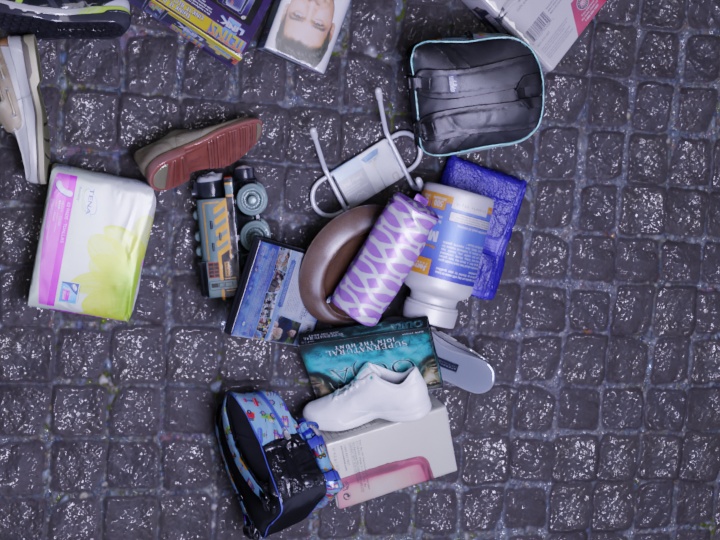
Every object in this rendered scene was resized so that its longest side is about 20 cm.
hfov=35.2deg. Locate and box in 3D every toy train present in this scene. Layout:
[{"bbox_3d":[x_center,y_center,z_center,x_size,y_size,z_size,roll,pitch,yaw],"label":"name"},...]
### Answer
[{"bbox_3d":[-0.187,-0.049,1.659,0.112,0.085,0.204,-6,100,-6],"label":"toy train"}]

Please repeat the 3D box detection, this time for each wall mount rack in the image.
[{"bbox_3d":[0.006,-0.167,1.697,0.198,0.074,0.176,-32,108,-11],"label":"wall mount rack"}]

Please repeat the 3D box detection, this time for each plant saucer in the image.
[{"bbox_3d":[0.000,0.000,1.700,0.197,0.032,0.203,-18,126,-25],"label":"plant saucer"}]

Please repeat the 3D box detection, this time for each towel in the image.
[{"bbox_3d":[0.176,-0.064,1.778,0.145,0.049,0.204,15,94,-19],"label":"towel"}]

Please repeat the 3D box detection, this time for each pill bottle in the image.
[{"bbox_3d":[0.124,-0.022,1.697,0.110,0.112,0.204,13,93,-18],"label":"pill bottle"}]

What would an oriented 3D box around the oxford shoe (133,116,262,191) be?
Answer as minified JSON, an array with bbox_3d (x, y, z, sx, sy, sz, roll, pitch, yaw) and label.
[{"bbox_3d":[-0.232,-0.186,1.628,0.198,0.074,0.072,-25,143,-30],"label":"oxford shoe"}]

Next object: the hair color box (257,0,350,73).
[{"bbox_3d":[-0.068,-0.399,1.649,0.098,0.061,0.203,20,93,-18],"label":"hair color box"}]

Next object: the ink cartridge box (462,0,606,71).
[{"bbox_3d":[0.252,-0.425,1.728,0.199,0.084,0.145,41,86,-19],"label":"ink cartridge box"}]

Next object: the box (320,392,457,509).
[{"bbox_3d":[0.031,0.268,1.744,0.196,0.128,0.111,-15,104,-14],"label":"box"}]

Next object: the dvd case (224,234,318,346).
[{"bbox_3d":[-0.113,0.034,1.659,0.199,0.017,0.145,15,93,-57],"label":"dvd case"}]

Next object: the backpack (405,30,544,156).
[{"bbox_3d":[0.172,-0.266,1.687,0.196,0.153,0.179,-7,100,6],"label":"backpack"}]

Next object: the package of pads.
[{"bbox_3d":[-0.377,-0.038,1.606,0.152,0.068,0.204,10,96,-17],"label":"package of pads"}]

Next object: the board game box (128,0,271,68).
[{"bbox_3d":[-0.220,-0.409,1.584,0.198,0.057,0.167,32,73,-18],"label":"board game box"}]

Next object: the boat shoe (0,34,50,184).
[{"bbox_3d":[-0.467,-0.218,1.556,0.067,0.075,0.204,-6,93,-9],"label":"boat shoe"}]

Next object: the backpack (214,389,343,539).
[{"bbox_3d":[-0.132,0.268,1.668,0.133,0.183,0.202,-18,69,-25],"label":"backpack"}]

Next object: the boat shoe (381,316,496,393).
[{"bbox_3d":[0.123,0.127,1.781,0.199,0.086,0.076,22,98,11],"label":"boat shoe"}]

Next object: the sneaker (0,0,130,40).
[{"bbox_3d":[-0.410,-0.368,1.561,0.196,0.072,0.084,0,74,-18],"label":"sneaker"}]

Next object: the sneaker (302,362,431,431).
[{"bbox_3d":[0.003,0.180,1.686,0.196,0.076,0.090,-9,113,13],"label":"sneaker"}]

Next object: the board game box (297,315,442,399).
[{"bbox_3d":[0.017,0.137,1.702,0.196,0.028,0.137,-8,131,10],"label":"board game box"}]

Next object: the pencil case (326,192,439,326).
[{"bbox_3d":[0.036,-0.015,1.639,0.083,0.085,0.202,35,103,11],"label":"pencil case"}]
